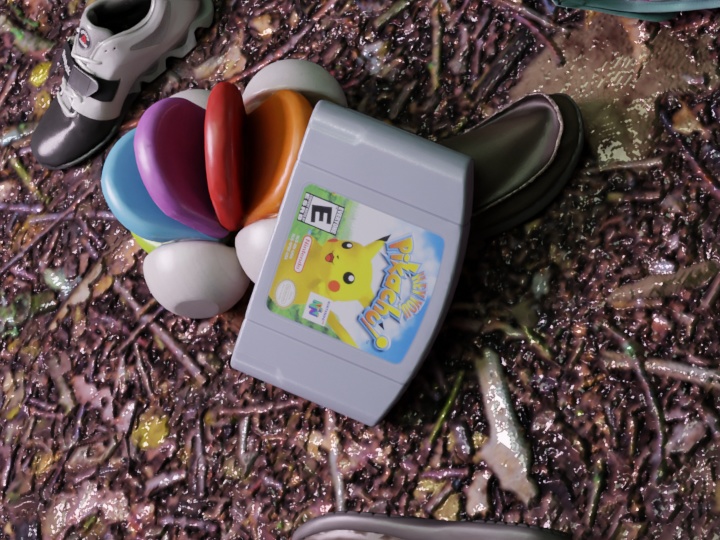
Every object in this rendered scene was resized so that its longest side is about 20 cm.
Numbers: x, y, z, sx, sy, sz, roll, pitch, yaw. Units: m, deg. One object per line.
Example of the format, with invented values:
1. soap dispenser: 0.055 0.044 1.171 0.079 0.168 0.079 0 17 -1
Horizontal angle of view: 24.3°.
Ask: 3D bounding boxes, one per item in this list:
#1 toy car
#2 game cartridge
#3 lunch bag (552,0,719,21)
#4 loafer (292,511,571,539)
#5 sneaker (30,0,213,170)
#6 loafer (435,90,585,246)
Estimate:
1. toy car: -0.103 -0.072 1.230 0.198 0.150 0.177 -13 65 26
2. game cartridge: 0.000 0.000 1.148 0.132 0.040 0.202 20 105 5
3. lunch bag: 0.218 -0.268 1.135 0.198 0.122 0.173 -8 68 22
4. loafer: 0.039 0.196 1.077 0.198 0.073 0.072 -3 76 34
5. sneaker: -0.218 -0.174 1.381 0.200 0.088 0.074 -48 56 8
6. loafer: 0.068 -0.058 1.169 0.199 0.071 0.073 -37 56 13
